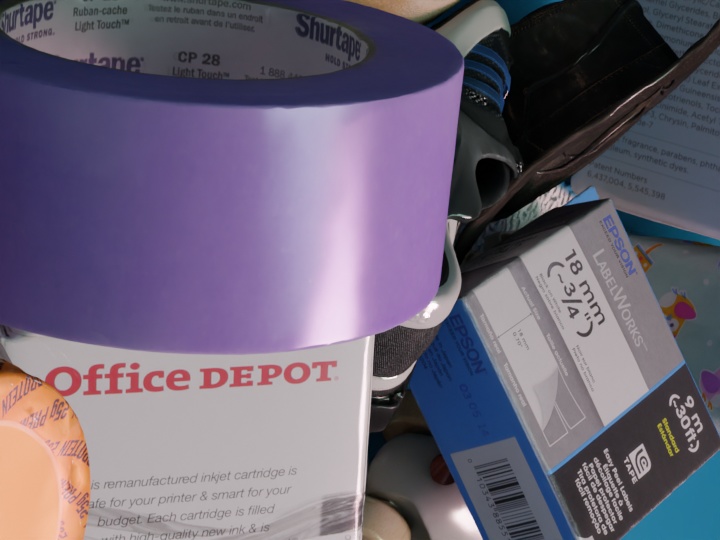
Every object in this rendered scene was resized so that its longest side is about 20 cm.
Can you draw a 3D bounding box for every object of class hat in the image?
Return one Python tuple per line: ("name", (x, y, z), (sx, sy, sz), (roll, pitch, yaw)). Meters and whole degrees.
("hat", (0.096, -0.092, 1.054), (0.200, 0.081, 0.201), (-40, 177, -2))

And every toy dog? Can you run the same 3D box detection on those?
("toy dog", (0.079, 0.137, 1.086), (0.199, 0.096, 0.133), (17, 70, -21))

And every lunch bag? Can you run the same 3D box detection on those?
("lunch bag", (0.248, 0.057, 1.308), (0.200, 0.169, 0.123), (20, 87, -56))

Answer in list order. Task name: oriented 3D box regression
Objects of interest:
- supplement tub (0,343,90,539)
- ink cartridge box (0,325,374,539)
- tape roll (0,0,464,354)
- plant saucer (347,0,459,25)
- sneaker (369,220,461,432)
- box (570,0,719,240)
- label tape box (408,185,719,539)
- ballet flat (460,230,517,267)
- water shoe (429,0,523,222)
("supplement tub", (-0.182, 0.048, 0.604), (0.122, 0.199, 0.124), (-30, 129, -46))
("ink cartridge box", (-0.078, 0.098, 0.842), (0.144, 0.084, 0.202), (-2, 112, -16))
("tape roll", (-0.065, -0.045, 0.742), (0.199, 0.199, 0.086), (-20, 120, -52))
("plant saucer", (0.032, -0.193, 0.911), (0.200, 0.035, 0.202), (-33, 131, -46))
("sneaker", (0.000, 0.000, 0.971), (0.200, 0.073, 0.112), (-78, -167, -60))
("box", (0.263, -0.109, 1.225), (0.198, 0.199, 0.173), (-11, 116, -54))
("label tape box", (0.117, 0.045, 1.059), (0.200, 0.063, 0.145), (-32, 98, -45))
("ballet flat", (0.068, 0.014, 1.128), (0.199, 0.068, 0.064), (-17, 91, -56))
("water shoe", (0.035, -0.063, 0.935), (0.079, 0.071, 0.200), (57, 25, -7))
